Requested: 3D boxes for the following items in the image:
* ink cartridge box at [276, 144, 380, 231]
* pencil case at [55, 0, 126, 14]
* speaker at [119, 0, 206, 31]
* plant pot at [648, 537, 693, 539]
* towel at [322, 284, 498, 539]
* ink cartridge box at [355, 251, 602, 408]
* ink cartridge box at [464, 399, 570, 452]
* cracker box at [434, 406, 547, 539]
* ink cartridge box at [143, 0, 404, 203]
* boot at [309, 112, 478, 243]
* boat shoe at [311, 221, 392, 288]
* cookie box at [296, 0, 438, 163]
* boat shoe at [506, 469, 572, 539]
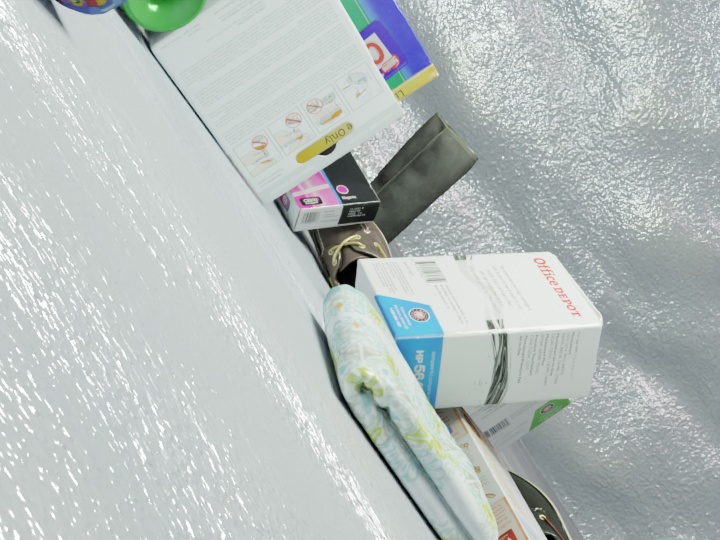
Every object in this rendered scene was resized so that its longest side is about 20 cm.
[{"bbox_3d":[-0.063,-0.124,1.576,0.201,0.094,0.037,59,-37,36],"label":"ink cartridge box"},{"bbox_3d":[-0.191,-0.230,0.887,0.200,0.077,0.088,50,37,-64],"label":"pencil case"},{"bbox_3d":[-0.191,-0.288,1.310,0.089,0.088,0.201,53,6,-44],"label":"speaker"},{"bbox_3d":[0.308,0.400,1.471,0.197,0.198,0.201,63,0,-35],"label":"plant pot"},{"bbox_3d":[0.037,0.120,1.225,0.201,0.048,0.171,56,4,-21],"label":"towel"},{"bbox_3d":[0.104,0.053,1.402,0.146,0.197,0.085,-116,-152,-58],"label":"ink cartridge box"},{"bbox_3d":[0.186,0.151,2.089,0.085,0.145,0.200,58,3,40],"label":"ink cartridge box"},{"bbox_3d":[0.115,0.214,1.378,0.134,0.057,0.201,52,6,-45],"label":"cracker box"},{"bbox_3d":[-0.073,-0.178,1.351,0.201,0.159,0.047,54,6,-37],"label":"ink cartridge box"},{"bbox_3d":[0.048,-0.061,1.633,0.073,0.199,0.183,52,6,-46],"label":"boot"},{"bbox_3d":[0.000,0.000,1.544,0.202,0.071,0.060,65,4,21],"label":"boat shoe"},{"bbox_3d":[-0.047,-0.230,1.454,0.201,0.170,0.075,56,7,-18],"label":"cookie box"},{"bbox_3d":[0.162,0.262,1.455,0.063,0.074,0.202,31,19,-54],"label":"boat shoe"}]
